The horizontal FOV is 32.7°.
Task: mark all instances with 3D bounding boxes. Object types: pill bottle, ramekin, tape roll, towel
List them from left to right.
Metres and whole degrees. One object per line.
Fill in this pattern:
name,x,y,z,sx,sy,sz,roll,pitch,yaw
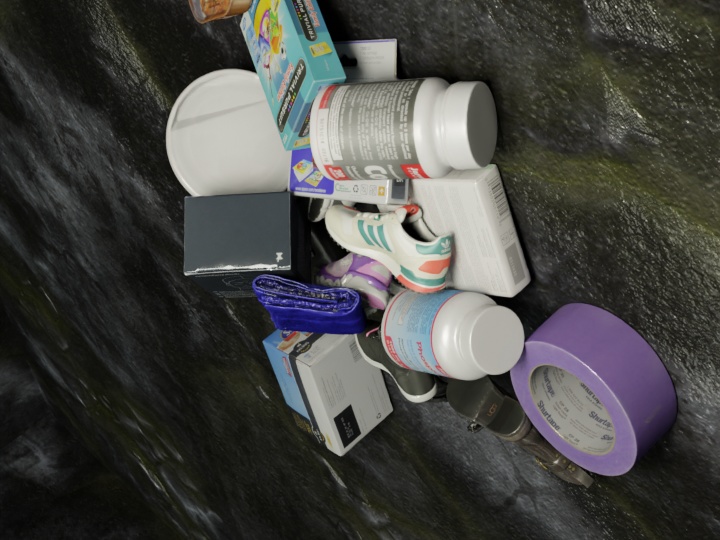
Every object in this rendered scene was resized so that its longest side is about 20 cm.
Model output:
ramekin,-0.185,-0.180,1.773,0.204,0.201,0.094,54,165,-3
towel,-0.066,0.056,1.683,0.145,0.050,0.200,10,169,6
pill bottle,0.050,-0.163,1.420,0.197,0.114,0.115,1,128,28
pill bottle,0.116,0.080,1.551,0.199,0.108,0.110,4,127,61
tape roll,0.284,0.147,1.510,0.199,0.085,0.202,40,151,27

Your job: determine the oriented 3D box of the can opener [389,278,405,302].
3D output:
can opener,0.109,0.065,1.734,0.199,0.067,0.053,37,153,13

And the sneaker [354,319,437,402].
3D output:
sneaker,0.045,0.096,1.754,0.200,0.070,0.100,44,153,51

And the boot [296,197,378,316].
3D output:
boot,-0.034,-0.027,1.854,0.202,0.065,0.164,61,151,-5

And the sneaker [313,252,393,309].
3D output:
sneaker,0.000,0.000,1.724,0.080,0.090,0.200,26,172,-20

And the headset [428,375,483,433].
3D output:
headset,0.130,0.147,1.804,0.202,0.093,0.124,61,157,19

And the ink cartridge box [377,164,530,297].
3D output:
ink cartridge box,0.112,-0.054,1.560,0.198,0.050,0.163,9,126,50

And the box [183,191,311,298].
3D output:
box,-0.152,-0.031,1.699,0.200,0.146,0.109,62,-154,-78

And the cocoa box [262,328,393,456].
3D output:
cocoa box,-0.053,0.175,2.039,0.130,0.133,0.202,24,141,45

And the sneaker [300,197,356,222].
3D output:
sneaker,-0.017,-0.150,1.677,0.074,0.079,0.201,65,145,28

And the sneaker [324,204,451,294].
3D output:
sneaker,0.040,-0.054,1.565,0.199,0.070,0.095,35,125,31

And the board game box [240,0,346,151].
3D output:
board game box,-0.089,-0.279,1.552,0.151,0.046,0.203,121,133,-57

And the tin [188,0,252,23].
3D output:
tin,-0.189,-0.393,1.631,0.199,0.041,0.114,13,115,65

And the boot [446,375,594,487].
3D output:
boot,0.218,0.219,1.688,0.174,0.070,0.200,39,-179,-35

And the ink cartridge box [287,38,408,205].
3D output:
ink cartridge box,-0.014,-0.190,1.571,0.196,0.043,0.204,9,99,47
